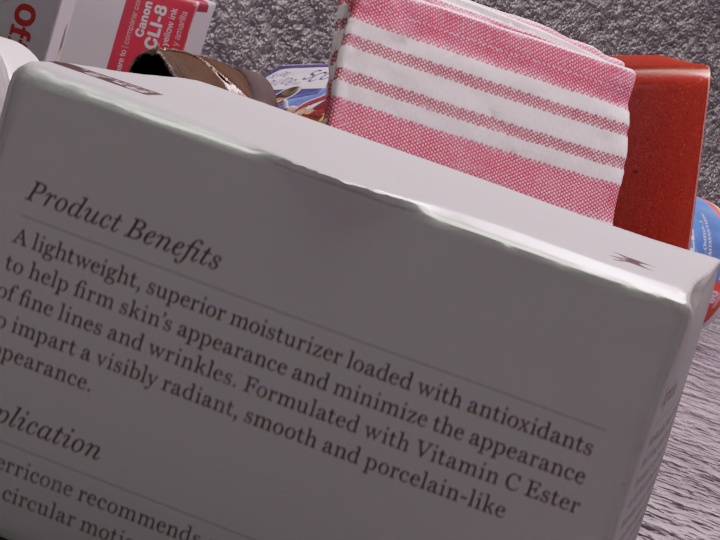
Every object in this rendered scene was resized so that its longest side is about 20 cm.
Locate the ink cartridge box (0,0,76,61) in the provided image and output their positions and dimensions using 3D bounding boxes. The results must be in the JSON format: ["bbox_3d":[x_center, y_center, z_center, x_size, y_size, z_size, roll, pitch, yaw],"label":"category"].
[{"bbox_3d":[-0.273,-0.145,1.310,0.199,0.147,0.083,17,30,-6],"label":"ink cartridge box"}]

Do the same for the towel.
[{"bbox_3d":[0.040,-0.017,0.978,0.146,0.201,0.030,16,-14,-22],"label":"towel"}]

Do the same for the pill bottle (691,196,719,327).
[{"bbox_3d":[0.185,-0.018,1.714,0.200,0.113,0.112,11,9,-42],"label":"pill bottle"}]

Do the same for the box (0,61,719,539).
[{"bbox_3d":[-0.004,0.030,0.698,0.198,0.131,0.200,20,7,10],"label":"box"}]

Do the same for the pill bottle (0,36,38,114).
[{"bbox_3d":[-0.248,-0.083,1.072,0.109,0.110,0.200,23,8,38],"label":"pill bottle"}]

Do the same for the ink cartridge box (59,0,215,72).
[{"bbox_3d":[-0.211,-0.134,1.455,0.199,0.145,0.145,17,7,-1],"label":"ink cartridge box"}]

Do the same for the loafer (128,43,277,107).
[{"bbox_3d":[-0.073,-0.021,0.944,0.071,0.073,0.200,26,29,-28],"label":"loafer"}]

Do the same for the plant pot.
[{"bbox_3d":[0.115,-0.048,1.491,0.175,0.201,0.200,6,7,-2],"label":"plant pot"}]

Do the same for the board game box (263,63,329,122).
[{"bbox_3d":[-0.028,-0.055,1.078,0.135,0.035,0.200,-35,21,-26],"label":"board game box"}]
